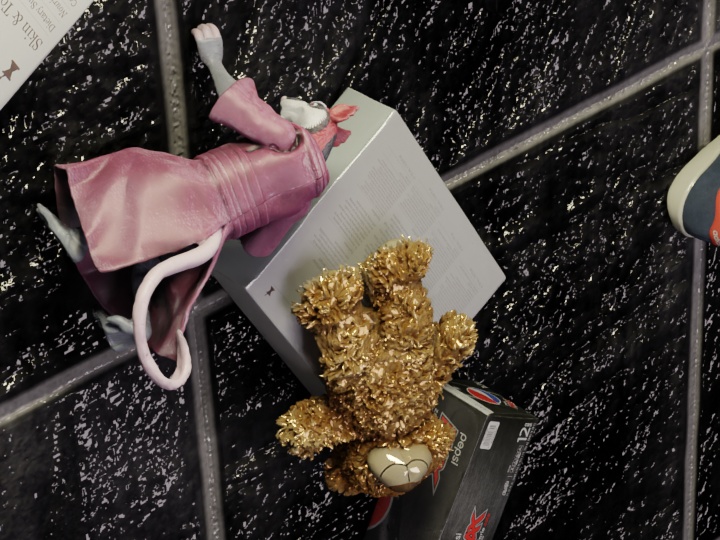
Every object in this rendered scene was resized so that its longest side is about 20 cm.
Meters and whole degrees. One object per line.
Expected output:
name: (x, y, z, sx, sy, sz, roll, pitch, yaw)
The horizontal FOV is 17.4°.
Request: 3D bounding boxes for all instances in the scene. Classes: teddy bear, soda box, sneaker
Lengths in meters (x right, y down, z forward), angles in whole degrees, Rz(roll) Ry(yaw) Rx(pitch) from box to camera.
teddy bear: (0.014, 0.070, 1.517, 0.144, 0.067, 0.202, -13, 122, -38)
soda box: (0.053, 0.181, 1.694, 0.063, 0.071, 0.201, 8, 106, -49)
sneaker: (0.324, -0.097, 1.811, 0.201, 0.084, 0.075, -54, 140, -9)

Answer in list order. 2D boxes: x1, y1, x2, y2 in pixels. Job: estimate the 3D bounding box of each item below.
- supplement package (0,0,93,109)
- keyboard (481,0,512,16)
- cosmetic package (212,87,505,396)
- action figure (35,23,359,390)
supplement package: (-0.263, -0.126, 1.119, 0.200, 0.150, 0.152, -51, 140, -12)
keyboard: (0.122, -0.254, 1.528, 0.201, 0.039, 0.104, -57, 167, -16)
cosmetic package: (0.000, 0.000, 1.549, 0.151, 0.052, 0.200, -51, 140, -13)
action figure: (-0.081, -0.048, 1.372, 0.199, 0.149, 0.135, -29, 126, -15)
